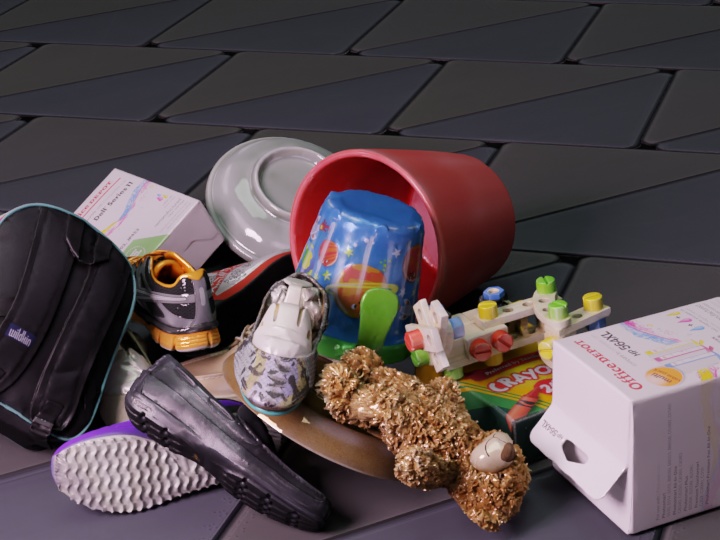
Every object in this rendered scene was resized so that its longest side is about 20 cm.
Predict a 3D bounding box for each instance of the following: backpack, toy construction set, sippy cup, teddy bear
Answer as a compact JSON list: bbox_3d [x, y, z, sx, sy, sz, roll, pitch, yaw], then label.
[{"bbox_3d":[-0.307,0.045,1.540,0.153,0.175,0.201,-12,50,57],"label":"backpack"},{"bbox_3d":[0.122,0.060,1.500,0.199,0.093,0.131,-2,19,-23],"label":"toy construction set"},{"bbox_3d":[0.000,0.000,1.564,0.177,0.131,0.139,30,25,37],"label":"sippy cup"},{"bbox_3d":[0.056,0.127,1.389,0.200,0.067,0.145,41,20,26],"label":"teddy bear"}]

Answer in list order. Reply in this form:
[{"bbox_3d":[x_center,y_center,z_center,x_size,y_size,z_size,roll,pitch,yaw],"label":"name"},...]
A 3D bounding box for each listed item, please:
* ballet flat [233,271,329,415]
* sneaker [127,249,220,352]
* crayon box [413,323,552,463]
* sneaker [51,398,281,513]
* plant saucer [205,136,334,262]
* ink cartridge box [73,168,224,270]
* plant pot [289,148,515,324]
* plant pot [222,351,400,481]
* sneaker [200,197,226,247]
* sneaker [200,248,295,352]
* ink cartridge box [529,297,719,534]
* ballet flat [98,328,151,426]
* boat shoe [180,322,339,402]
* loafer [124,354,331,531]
[{"bbox_3d":[-0.064,0.050,1.414,0.071,0.073,0.200,-1,20,6],"label":"ballet flat"},{"bbox_3d":[-0.201,0.013,1.652,0.078,0.078,0.199,-15,26,-39],"label":"sneaker"},{"bbox_3d":[0.136,0.103,1.564,0.126,0.051,0.200,-17,26,-26],"label":"crayon box"},{"bbox_3d":[-0.177,0.155,1.482,0.199,0.070,0.099,-8,17,-19],"label":"sneaker"},{"bbox_3d":[-0.074,-0.085,1.903,0.199,0.050,0.201,9,50,-11],"label":"plant saucer"},{"bbox_3d":[-0.260,-0.040,1.871,0.199,0.067,0.117,20,62,43],"label":"ink cartridge box"},{"bbox_3d":[0.056,-0.039,1.752,0.199,0.202,0.177,15,19,37],"label":"plant pot"},{"bbox_3d":[-0.026,0.115,1.463,0.199,0.028,0.200,26,13,-7],"label":"plant pot"},{"bbox_3d":[-0.171,-0.044,1.948,0.200,0.079,0.066,-38,52,-25],"label":"sneaker"},{"bbox_3d":[-0.143,0.016,1.781,0.107,0.068,0.201,18,34,35],"label":"sneaker"},{"bbox_3d":[0.254,0.121,1.413,0.199,0.126,0.128,-13,25,-22],"label":"ink cartridge box"},{"bbox_3d":[-0.229,0.095,1.613,0.069,0.070,0.200,-10,24,-15],"label":"ballet flat"},{"bbox_3d":[-0.095,0.080,1.631,0.199,0.065,0.072,-11,25,-16],"label":"boat shoe"},{"bbox_3d":[-0.103,0.141,1.401,0.200,0.068,0.071,34,65,9],"label":"loafer"}]
